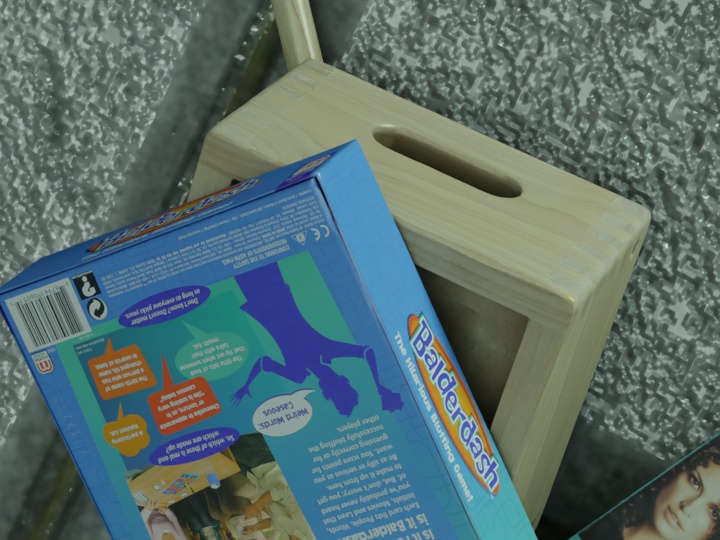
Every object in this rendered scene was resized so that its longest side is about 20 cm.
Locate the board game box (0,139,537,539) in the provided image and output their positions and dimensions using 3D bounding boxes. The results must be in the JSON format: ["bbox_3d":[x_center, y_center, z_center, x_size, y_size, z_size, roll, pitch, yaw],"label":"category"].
[{"bbox_3d":[-0.029,0.069,1.082,0.151,0.045,0.201,-18,102,28],"label":"board game box"}]

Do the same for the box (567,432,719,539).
[{"bbox_3d":[0.105,0.144,1.152,0.200,0.049,0.083,-39,76,24],"label":"box"}]

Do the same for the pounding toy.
[{"bbox_3d":[0.000,0.000,1.150,0.199,0.142,0.185,25,118,13],"label":"pounding toy"}]
